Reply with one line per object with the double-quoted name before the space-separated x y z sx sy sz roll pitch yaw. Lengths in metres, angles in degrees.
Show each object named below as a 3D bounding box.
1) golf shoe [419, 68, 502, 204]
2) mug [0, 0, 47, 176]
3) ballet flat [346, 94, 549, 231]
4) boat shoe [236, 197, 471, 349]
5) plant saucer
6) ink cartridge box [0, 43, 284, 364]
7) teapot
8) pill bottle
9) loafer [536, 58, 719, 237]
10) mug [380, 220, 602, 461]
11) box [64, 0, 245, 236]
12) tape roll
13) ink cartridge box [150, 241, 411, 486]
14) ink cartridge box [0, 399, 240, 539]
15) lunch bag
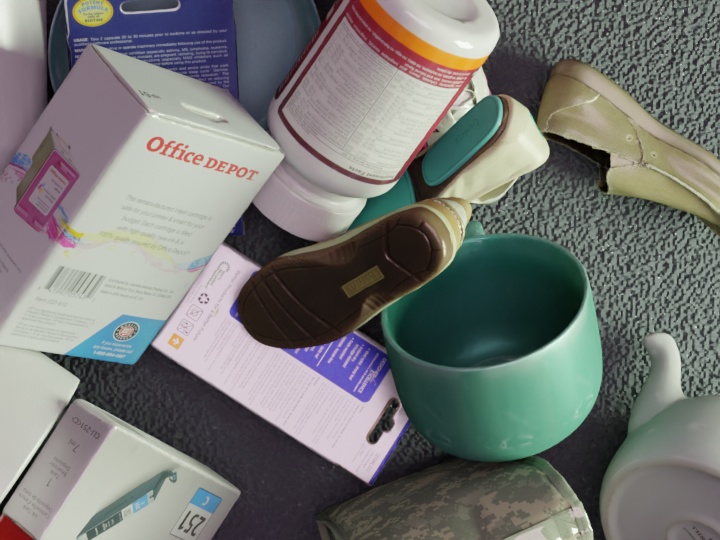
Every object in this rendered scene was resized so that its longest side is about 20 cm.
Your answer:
"golf shoe" 0.056 -0.138 1.392 0.072 0.092 0.200 -29 97 -10
"mug" -0.296 -0.137 1.332 0.149 0.186 0.154 -13 97 -37
"ballet flat" 0.057 -0.057 1.377 0.200 0.069 0.070 -32 96 34
"boat shoe" 0.000 0.000 1.333 0.200 0.076 0.072 -21 102 37
"plant saucer" -0.127 -0.160 1.364 0.199 0.027 0.201 -4 117 -9
"ink cartridge box" -0.169 -0.042 1.288 0.200 0.144 0.085 -52 56 18
"teapot" 0.288 0.169 1.400 0.146 0.197 0.201 -41 130 -42
"pill bottle" 0.002 -0.122 1.323 0.109 0.110 0.200 32 121 -7
"loafer" 0.215 -0.079 1.427 0.200 0.076 0.068 37 86 3
"mug" 0.104 0.054 1.358 0.152 0.185 0.115 7 131 28
"box" -0.147 -0.115 1.350 0.121 0.032 0.201 -5 120 -8
"tape roll" -0.305 0.119 1.286 0.139 0.203 0.203 36 85 -6
"ink cartridge box" -0.051 0.069 1.406 0.200 0.037 0.095 33 85 -4
"ink cartridge box" -0.187 0.196 1.312 0.045 0.200 0.176 32 85 29
"lunch bag" 0.069 0.205 1.341 0.164 0.200 0.118 -21 93 -8
